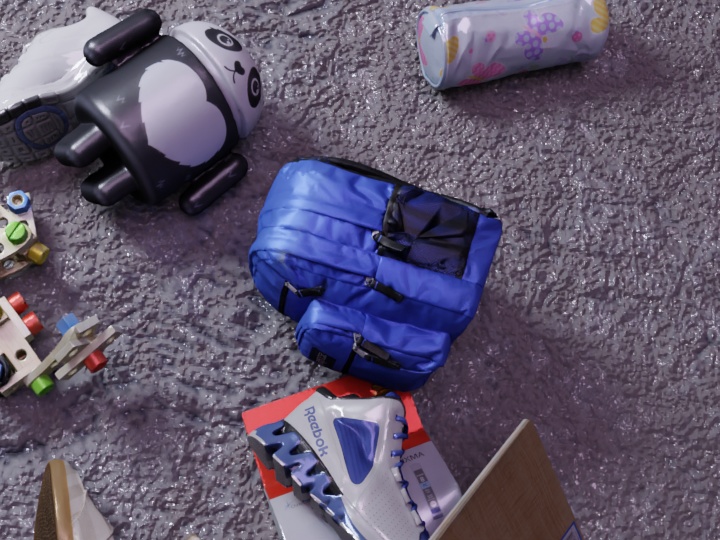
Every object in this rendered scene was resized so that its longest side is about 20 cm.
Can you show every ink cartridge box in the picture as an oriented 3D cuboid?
[{"bbox_3d":[0.000,0.189,0.846,0.158,0.047,0.203,-17,75,-13],"label":"ink cartridge box"}]

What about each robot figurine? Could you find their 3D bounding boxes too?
[{"bbox_3d":[-0.181,-0.142,0.902,0.199,0.151,0.125,-39,62,-19],"label":"robot figurine"}]

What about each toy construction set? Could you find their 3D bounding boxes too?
[{"bbox_3d":[-0.294,0.030,0.848,0.131,0.093,0.200,-37,67,-19],"label":"toy construction set"}]

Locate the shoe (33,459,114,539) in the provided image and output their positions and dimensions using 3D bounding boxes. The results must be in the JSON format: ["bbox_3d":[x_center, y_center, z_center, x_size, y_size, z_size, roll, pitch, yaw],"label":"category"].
[{"bbox_3d":[-0.221,0.241,0.777,0.053,0.070,0.202,8,43,-34],"label":"shoe"}]

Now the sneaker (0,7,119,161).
[{"bbox_3d":[-0.296,-0.177,0.932,0.087,0.075,0.199,40,63,21],"label":"sneaker"}]

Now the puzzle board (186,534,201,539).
[{"bbox_3d":[-0.146,0.305,0.718,0.200,0.151,0.017,-46,40,-8],"label":"puzzle board"}]

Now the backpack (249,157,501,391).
[{"bbox_3d":[0.000,0.000,0.846,0.197,0.163,0.170,22,67,-1],"label":"backpack"}]

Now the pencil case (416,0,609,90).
[{"bbox_3d":[0.156,-0.244,1.007,0.197,0.091,0.084,-14,72,-12],"label":"pencil case"}]

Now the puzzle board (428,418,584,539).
[{"bbox_3d":[0.124,0.243,0.788,0.151,0.017,0.202,-44,123,-29],"label":"puzzle board"}]

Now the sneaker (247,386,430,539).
[{"bbox_3d":[0.014,0.164,0.795,0.199,0.081,0.115,42,70,13],"label":"sneaker"}]
